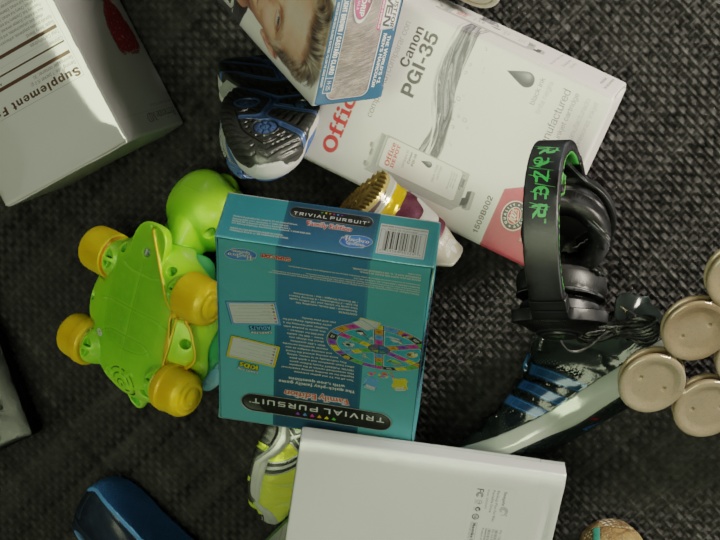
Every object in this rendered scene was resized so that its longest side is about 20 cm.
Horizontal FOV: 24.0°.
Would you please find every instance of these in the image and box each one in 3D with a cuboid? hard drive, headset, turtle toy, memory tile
[{"bbox_3d":[0.045,0.192,1.289,0.200,0.026,0.132,8,116,-2],"label":"hard drive"},{"bbox_3d":[0.155,-0.005,1.172,0.094,0.124,0.200,0,147,16],"label":"headset"},{"bbox_3d":[-0.147,0.016,1.340,0.146,0.101,0.200,26,106,34],"label":"turtle toy"},{"bbox_3d":[0.299,0.070,1.229,0.200,0.017,0.153,27,113,-20],"label":"memory tile"}]

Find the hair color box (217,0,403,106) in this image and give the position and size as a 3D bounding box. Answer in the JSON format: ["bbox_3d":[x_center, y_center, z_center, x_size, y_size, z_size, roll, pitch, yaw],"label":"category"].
[{"bbox_3d":[-0.048,-0.214,1.218,0.200,0.060,0.100,49,138,40],"label":"hair color box"}]

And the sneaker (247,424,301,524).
[{"bbox_3d":[-0.028,0.122,1.345,0.076,0.075,0.200,28,109,9],"label":"sneaker"}]

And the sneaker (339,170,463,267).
[{"bbox_3d":[0.000,0.000,1.276,0.090,0.075,0.200,39,153,-9],"label":"sneaker"}]

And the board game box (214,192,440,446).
[{"bbox_3d":[-0.026,0.039,1.225,0.151,0.047,0.200,9,137,4],"label":"board game box"}]

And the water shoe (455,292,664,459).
[{"bbox_3d":[0.150,0.088,1.303,0.200,0.071,0.079,-30,70,16],"label":"water shoe"}]

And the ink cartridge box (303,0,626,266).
[{"bbox_3d":[0.075,-0.111,1.262,0.200,0.083,0.147,26,108,9],"label":"ink cartridge box"}]

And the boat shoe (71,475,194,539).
[{"bbox_3d":[-0.162,0.261,1.420,0.200,0.084,0.069,49,118,18],"label":"boat shoe"}]

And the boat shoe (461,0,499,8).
[{"bbox_3d":[0.035,-0.265,1.263,0.200,0.057,0.067,33,144,10],"label":"boat shoe"}]

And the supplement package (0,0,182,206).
[{"bbox_3d":[-0.249,-0.170,1.319,0.120,0.121,0.200,-26,94,18],"label":"supplement package"}]

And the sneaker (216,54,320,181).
[{"bbox_3d":[-0.067,-0.101,1.255,0.076,0.200,0.077,-4,112,-3],"label":"sneaker"}]

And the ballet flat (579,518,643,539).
[{"bbox_3d":[0.221,0.291,1.316,0.070,0.065,0.200,-29,93,19],"label":"ballet flat"}]

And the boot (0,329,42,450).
[{"bbox_3d":[-0.377,0.072,1.442,0.165,0.066,0.200,-18,101,20],"label":"boot"}]

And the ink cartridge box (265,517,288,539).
[{"bbox_3d":[-0.014,0.234,1.360,0.104,0.059,0.200,40,110,-12],"label":"ink cartridge box"}]
